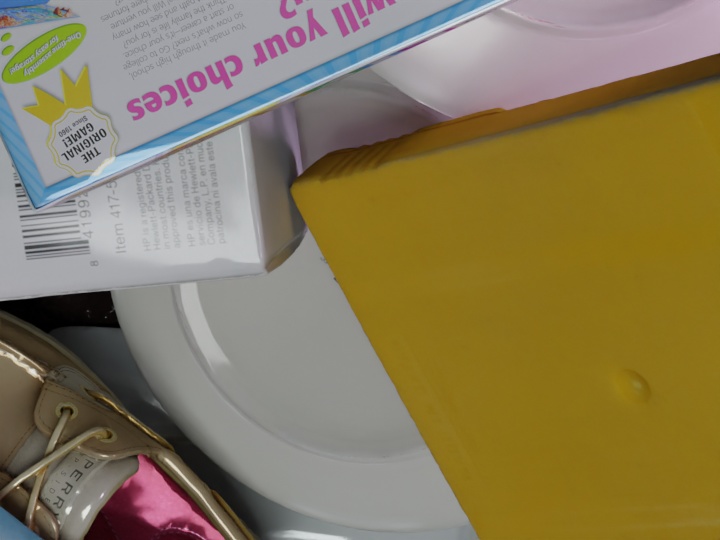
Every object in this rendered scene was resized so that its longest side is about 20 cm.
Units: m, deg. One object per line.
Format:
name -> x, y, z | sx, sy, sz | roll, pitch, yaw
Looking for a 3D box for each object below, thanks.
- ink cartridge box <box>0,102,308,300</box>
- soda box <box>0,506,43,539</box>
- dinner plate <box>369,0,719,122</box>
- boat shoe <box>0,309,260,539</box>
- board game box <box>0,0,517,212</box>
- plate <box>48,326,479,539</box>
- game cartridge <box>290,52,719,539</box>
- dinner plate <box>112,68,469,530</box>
ink cartridge box -> -0.128, -0.065, 0.695 | 0.200, 0.086, 0.147 | -5, 98, 11
soda box -> -0.129, 0.128, 0.727 | 0.200, 0.068, 0.064 | 42, 139, -17
dinner plate -> 0.067, -0.138, 0.648 | 0.200, 0.024, 0.200 | -2, 99, -11
boat shoe -> -0.099, 0.074, 0.762 | 0.200, 0.069, 0.074 | 37, 82, -21
board game box -> -0.029, -0.117, 0.615 | 0.200, 0.034, 0.135 | -23, 94, 10
plate -> -0.029, 0.121, 0.853 | 0.200, 0.032, 0.200 | 5, 117, -2
game cartridge -> 0.089, 0.027, 0.649 | 0.200, 0.032, 0.176 | -9, 115, 48
dinner plate -> 0.000, 0.000, 0.752 | 0.200, 0.024, 0.200 | 5, 106, 16
